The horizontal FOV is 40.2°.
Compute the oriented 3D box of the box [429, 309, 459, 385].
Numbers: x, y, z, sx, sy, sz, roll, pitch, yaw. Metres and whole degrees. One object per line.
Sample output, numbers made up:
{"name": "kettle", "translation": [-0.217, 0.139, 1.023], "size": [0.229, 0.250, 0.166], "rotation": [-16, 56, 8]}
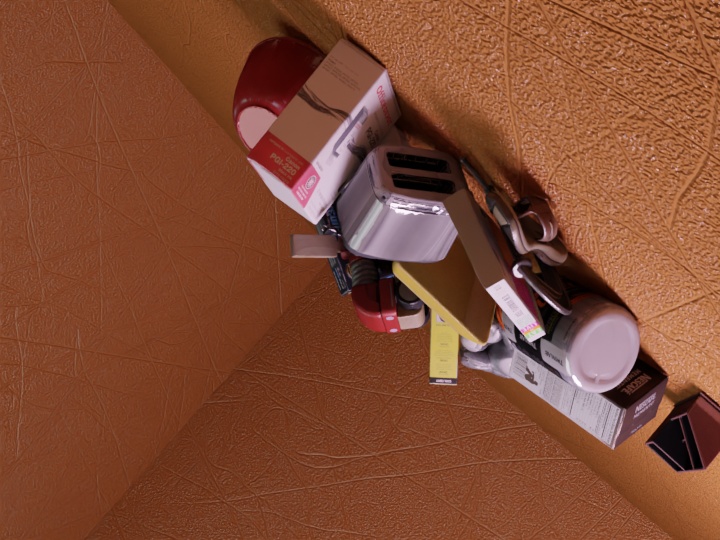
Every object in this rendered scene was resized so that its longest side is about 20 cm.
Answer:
{"name": "box", "translation": [0.141, 0.083, 1.635], "size": [0.049, 0.204, 0.075], "rotation": [2, -175, 7]}

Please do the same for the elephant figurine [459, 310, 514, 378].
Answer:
{"name": "elephant figurine", "translation": [0.239, 0.076, 1.665], "size": [0.201, 0.139, 0.157], "rotation": [-73, -21, -55]}

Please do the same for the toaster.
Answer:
{"name": "toaster", "translation": [0.055, -0.091, 1.326], "size": [0.197, 0.130, 0.115], "rotation": [6, -127, -24]}

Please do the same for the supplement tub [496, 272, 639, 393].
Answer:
{"name": "supplement tub", "translation": [0.277, 0.077, 1.350], "size": [0.123, 0.123, 0.200], "rotation": [45, 175, -29]}

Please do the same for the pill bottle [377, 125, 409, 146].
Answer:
{"name": "pill bottle", "translation": [0.018, -0.159, 1.471], "size": [0.119, 0.120, 0.200], "rotation": [42, 176, 8]}

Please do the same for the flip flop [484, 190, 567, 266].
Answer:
{"name": "flip flop", "translation": [0.208, -0.056, 1.173], "size": [0.199, 0.057, 0.082], "rotation": [23, -146, -54]}

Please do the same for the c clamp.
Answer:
{"name": "c clamp", "translation": [0.198, -0.034, 1.239], "size": [0.170, 0.027, 0.202], "rotation": [35, -155, -39]}

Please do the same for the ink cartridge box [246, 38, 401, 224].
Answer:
{"name": "ink cartridge box", "translation": [-0.043, -0.180, 1.299], "size": [0.084, 0.201, 0.146], "rotation": [35, 174, 17]}

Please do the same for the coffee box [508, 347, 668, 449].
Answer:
{"name": "coffee box", "translation": [0.332, 0.155, 1.444], "size": [0.199, 0.112, 0.081], "rotation": [34, 134, 35]}

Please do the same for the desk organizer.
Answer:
{"name": "desk organizer", "translation": [0.470, 0.236, 1.405], "size": [0.072, 0.077, 0.200], "rotation": [41, 175, 14]}

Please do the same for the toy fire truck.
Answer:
{"name": "toy fire truck", "translation": [0.000, 0.000, 1.515], "size": [0.129, 0.196, 0.179], "rotation": [70, -166, -63]}

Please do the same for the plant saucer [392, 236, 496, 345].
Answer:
{"name": "plant saucer", "translation": [0.126, -0.012, 1.469], "size": [0.200, 0.202, 0.048], "rotation": [42, 135, -22]}

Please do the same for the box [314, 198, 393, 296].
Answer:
{"name": "box", "translation": [0.007, -0.080, 1.618], "size": [0.203, 0.157, 0.046], "rotation": [68, 158, 4]}

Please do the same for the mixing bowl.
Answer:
{"name": "mixing bowl", "translation": [-0.118, -0.232, 1.475], "size": [0.197, 0.109, 0.202], "rotation": [21, 138, 19]}

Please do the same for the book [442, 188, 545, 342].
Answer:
{"name": "book", "translation": [0.174, -0.002, 1.235], "size": [0.200, 0.048, 0.135], "rotation": [43, -158, -57]}
